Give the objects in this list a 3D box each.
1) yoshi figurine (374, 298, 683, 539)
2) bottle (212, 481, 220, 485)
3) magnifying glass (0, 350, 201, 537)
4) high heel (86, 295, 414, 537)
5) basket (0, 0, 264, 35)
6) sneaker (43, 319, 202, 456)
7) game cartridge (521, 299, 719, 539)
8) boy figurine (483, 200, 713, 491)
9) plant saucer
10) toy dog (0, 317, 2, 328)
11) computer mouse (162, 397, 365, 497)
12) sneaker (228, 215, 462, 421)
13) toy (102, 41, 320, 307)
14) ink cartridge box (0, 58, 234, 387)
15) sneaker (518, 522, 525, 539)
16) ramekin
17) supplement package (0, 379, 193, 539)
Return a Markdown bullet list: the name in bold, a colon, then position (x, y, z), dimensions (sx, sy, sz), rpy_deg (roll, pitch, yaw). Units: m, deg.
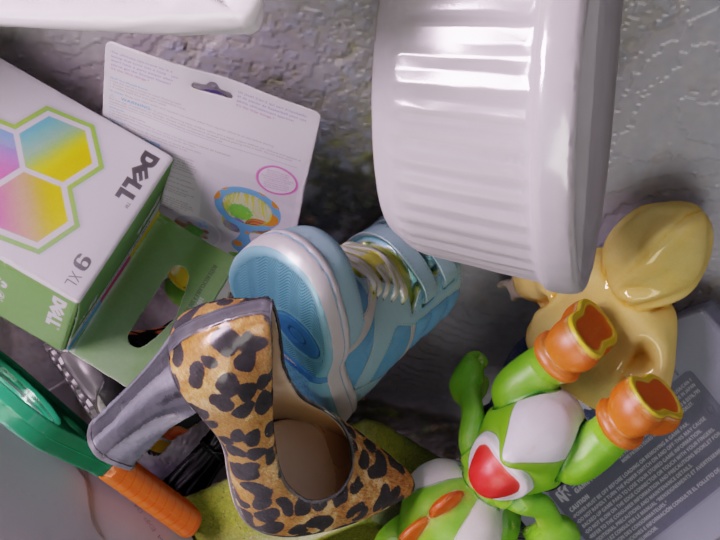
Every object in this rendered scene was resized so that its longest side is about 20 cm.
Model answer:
- **yoshi figurine**: position (0.089, 0.112, 0.905), dimensions (0.111, 0.113, 0.200), rpy_deg (31, 117, -29)
- **bottle**: position (-0.184, 0.191, 1.100), dimensions (0.198, 0.066, 0.084), rpy_deg (-13, 132, 15)
- **magnifying glass**: position (-0.157, 0.095, 0.866), dimensions (0.022, 0.080, 0.200), rpy_deg (-48, 130, -1)
- **high heel**: position (-0.022, 0.075, 0.795), dimensions (0.198, 0.072, 0.142), rpy_deg (17, 139, -32)
- **basket**: position (-0.097, -0.194, 0.623), dimensions (0.134, 0.123, 0.203), rpy_deg (2, 95, 0)
- **sneaker**: position (-0.118, 0.052, 0.913), dimensions (0.090, 0.070, 0.200), rpy_deg (-36, 167, -3)
- **game cartridge**: position (0.182, 0.115, 0.979), dimensions (0.134, 0.040, 0.200), rpy_deg (50, 123, 8)
- **boy figurine**: position (0.136, 0.034, 0.922), dimensions (0.124, 0.064, 0.201), rpy_deg (40, 123, 19)
- **plant saucer**: position (-0.025, 0.178, 1.004), dimensions (0.199, 0.048, 0.199), rpy_deg (-25, 148, 21)
- **toy dog**: position (-0.223, 0.047, 0.913), dimensions (0.131, 0.097, 0.200), rpy_deg (-11, 160, -38)
- **computer mouse**: position (-0.028, 0.112, 1.017), dimensions (0.199, 0.046, 0.141), rpy_deg (14, 126, -38)
- **sneaker**: position (0.000, 0.000, 0.856), dimensions (0.079, 0.131, 0.200), rpy_deg (41, 163, 15)
- **toy**: position (-0.084, -0.052, 0.866), dimensions (0.114, 0.048, 0.201), rpy_deg (18, 141, 2)
- **ink cartridge box**: position (-0.165, -0.031, 0.811), dimensions (0.199, 0.104, 0.059), rpy_deg (31, 146, -2)
- **sneaker**: position (0.143, 0.193, 1.073), dimensions (0.198, 0.087, 0.078), rpy_deg (-13, 134, 15)
- **ramekin**: position (0.067, -0.093, 0.729), dimensions (0.093, 0.204, 0.204), rpy_deg (5, 136, 12)
- **supplement package**: position (-0.177, 0.190, 0.895), dimensions (0.111, 0.156, 0.201), rpy_deg (-37, 89, 22)
